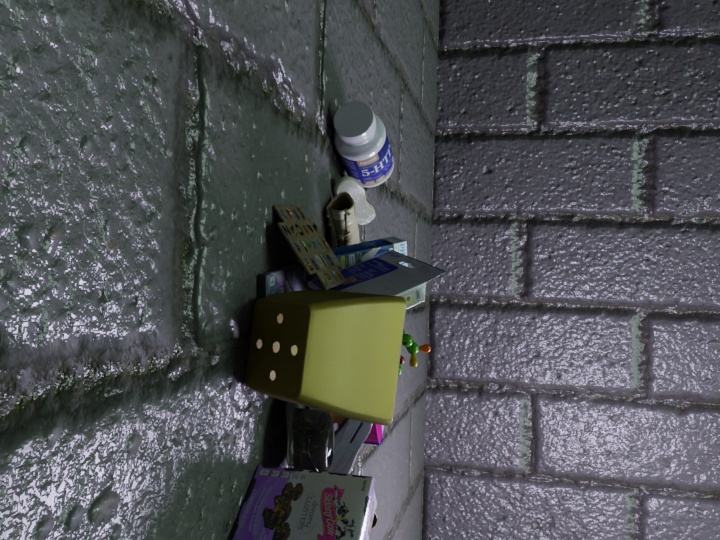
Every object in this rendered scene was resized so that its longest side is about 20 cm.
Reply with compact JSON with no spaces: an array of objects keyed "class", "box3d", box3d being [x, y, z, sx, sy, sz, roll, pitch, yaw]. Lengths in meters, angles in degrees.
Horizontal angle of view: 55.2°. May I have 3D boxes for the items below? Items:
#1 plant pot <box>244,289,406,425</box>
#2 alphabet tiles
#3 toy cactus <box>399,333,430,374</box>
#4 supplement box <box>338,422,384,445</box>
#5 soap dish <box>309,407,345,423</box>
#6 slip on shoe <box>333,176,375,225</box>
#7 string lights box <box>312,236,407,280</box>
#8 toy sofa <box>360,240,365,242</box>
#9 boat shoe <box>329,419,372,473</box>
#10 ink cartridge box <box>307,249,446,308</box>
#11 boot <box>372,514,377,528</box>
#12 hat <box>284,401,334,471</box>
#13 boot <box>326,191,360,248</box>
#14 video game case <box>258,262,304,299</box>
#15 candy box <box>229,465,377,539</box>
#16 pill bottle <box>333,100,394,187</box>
[{"class":"plant pot","box3d":[-0.068,0.125,1.082,0.175,0.198,0.203,12,84,-45]},{"class":"alphabet tiles","box3d":[-0.087,-0.043,1.219,0.168,0.006,0.200,57,14,3]},{"class":"toy cactus","box3d":[0.078,0.121,1.517,0.165,0.101,0.203,30,-50,59]},{"class":"supplement box","box3d":[0.000,0.314,1.653,0.102,0.102,0.202,-72,161,-48]},{"class":"soap dish","box3d":[-0.054,0.202,1.442,0.201,0.080,0.159,-73,160,-53]},{"class":"slip on shoe","box3d":[-0.019,-0.169,1.604,0.062,0.074,0.200,60,7,24]},{"class":"string lights box","box3d":[0.000,0.000,1.413,0.059,0.197,0.104,23,-59,58]},{"class":"toy sofa","box3d":[0.008,0.033,1.690,0.098,0.081,0.202,83,15,-55]},{"class":"boat shoe","box3d":[-0.032,0.366,1.433,0.201,0.072,0.071,-54,-179,13]},{"class":"ink cartridge box","box3d":[0.029,0.031,1.286,0.197,0.198,0.048,26,-50,58]},{"class":"boot","box3d":[-0.040,0.487,1.379,0.200,0.152,0.075,50,43,-71]},{"class":"hat","box3d":[-0.086,0.301,1.234,0.201,0.080,0.204,-10,90,-87]},{"class":"boot","box3d":[-0.040,-0.058,1.483,0.201,0.072,0.157,-76,163,-49]},{"class":"video game case","box3d":[-0.135,0.067,1.203,0.200,0.019,0.145,-26,118,-75]},{"class":"candy box","box3d":[-0.085,0.397,1.063,0.169,0.197,0.072,-71,159,-54]},{"class":"pill bottle","box3d":[0.004,-0.284,1.542,0.200,0.118,0.122,60,34,-66]}]
